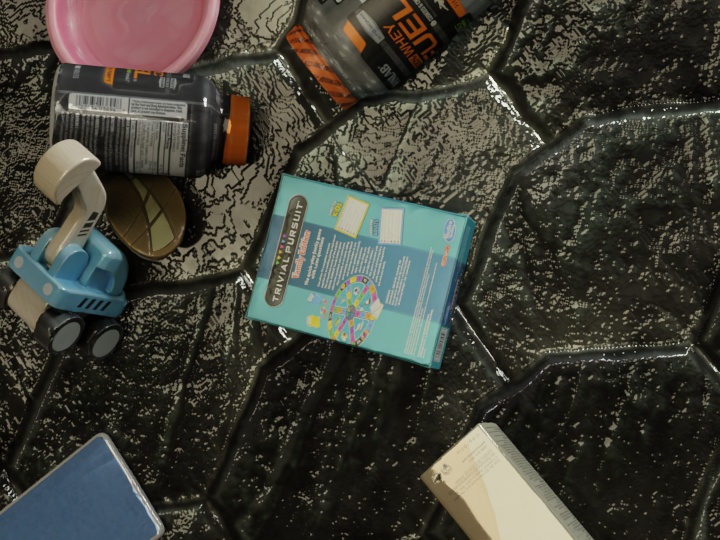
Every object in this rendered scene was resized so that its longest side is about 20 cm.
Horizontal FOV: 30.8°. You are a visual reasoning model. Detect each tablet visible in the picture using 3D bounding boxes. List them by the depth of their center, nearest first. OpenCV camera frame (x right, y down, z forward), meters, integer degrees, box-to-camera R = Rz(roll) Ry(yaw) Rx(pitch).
[{"bbox_3d":[-0.311,0.279,1.370,0.199,0.014,0.131,-38,75,7],"label":"tablet"}]

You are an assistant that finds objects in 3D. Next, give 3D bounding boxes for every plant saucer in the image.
[{"bbox_3d":[-0.239,-0.284,1.403,0.198,0.051,0.203,-2,83,15],"label":"plant saucer"}]

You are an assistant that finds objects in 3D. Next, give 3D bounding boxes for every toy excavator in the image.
[{"bbox_3d":[-0.286,-0.025,1.303,0.100,0.194,0.201,37,99,26],"label":"toy excavator"}]

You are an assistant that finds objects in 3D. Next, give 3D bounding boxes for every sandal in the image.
[{"bbox_3d":[-0.246,-0.078,1.376,0.080,0.054,0.200,-35,56,-19],"label":"sandal"}]

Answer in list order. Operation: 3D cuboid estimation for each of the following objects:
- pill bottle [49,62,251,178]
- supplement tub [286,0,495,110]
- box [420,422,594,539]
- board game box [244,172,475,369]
[{"bbox_3d":[-0.211,-0.150,1.330,0.198,0.106,0.107,4,83,-8],"label":"pill bottle"},{"bbox_3d":[0.031,-0.259,1.286,0.200,0.122,0.123,-40,75,8],"label":"supplement tub"},{"bbox_3d":[0.154,0.241,1.203,0.078,0.095,0.200,-42,73,7],"label":"box"},{"bbox_3d":[0.000,0.000,1.300,0.198,0.047,0.153,14,87,17],"label":"board game box"}]
